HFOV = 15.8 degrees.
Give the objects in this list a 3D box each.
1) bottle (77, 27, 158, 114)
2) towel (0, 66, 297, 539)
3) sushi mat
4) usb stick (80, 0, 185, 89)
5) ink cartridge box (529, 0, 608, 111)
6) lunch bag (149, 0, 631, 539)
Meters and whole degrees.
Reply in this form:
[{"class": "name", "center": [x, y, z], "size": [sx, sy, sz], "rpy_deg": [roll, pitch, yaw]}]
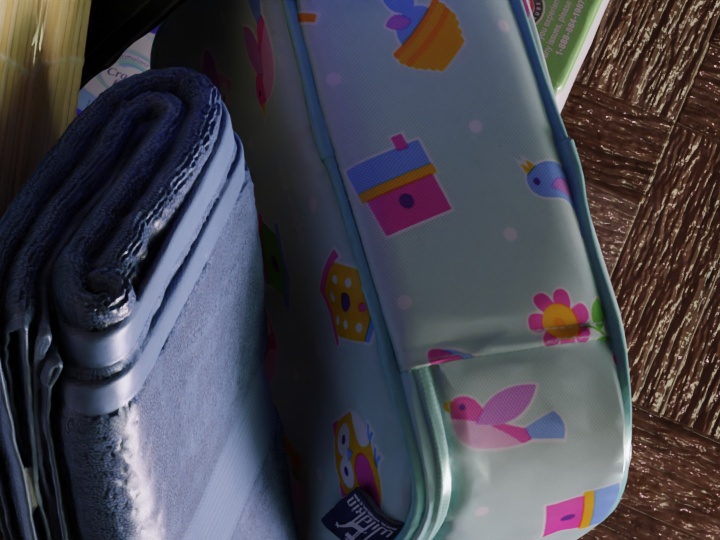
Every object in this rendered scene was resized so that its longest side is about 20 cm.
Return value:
[{"class": "bottle", "center": [-0.087, -0.086, 0.929], "size": [0.065, 0.083, 0.200], "rpy_deg": [110, 5, -46]}, {"class": "towel", "center": [-0.053, 0.058, 0.640], "size": [0.112, 0.048, 0.200], "rpy_deg": [-65, 154, -51]}, {"class": "sushi mat", "center": [-0.086, -0.010, 0.617], "size": [0.096, 0.012, 0.200], "rpy_deg": [-1, 99, -83]}, {"class": "usb stick", "center": [-0.097, -0.062, 0.740], "size": [0.200, 0.033, 0.055], "rpy_deg": [-33, -146, 49]}, {"class": "ink cartridge box", "center": [0.015, -0.149, 1.180], "size": [0.084, 0.200, 0.146], "rpy_deg": [105, 9, -59]}, {"class": "lunch bag", "center": [0.000, 0.000, 0.726], "size": [0.160, 0.077, 0.200], "rpy_deg": [134, -55, -62]}]
